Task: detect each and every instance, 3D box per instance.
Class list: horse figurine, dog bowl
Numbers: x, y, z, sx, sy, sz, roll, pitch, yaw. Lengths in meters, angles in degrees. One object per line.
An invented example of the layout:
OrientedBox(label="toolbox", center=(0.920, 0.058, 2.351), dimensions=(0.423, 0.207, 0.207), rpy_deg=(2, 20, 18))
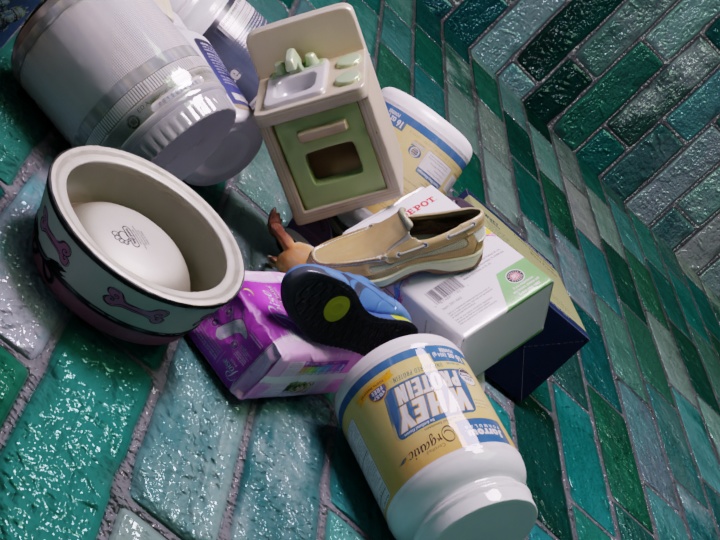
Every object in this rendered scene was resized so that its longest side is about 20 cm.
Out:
OrientedBox(label="horse figurine", center=(-0.044, 0.017, 1.502), dimensions=(0.200, 0.050, 0.133), rpy_deg=(49, -10, -1))
OrientedBox(label="dog bowl", center=(-0.204, -0.017, 1.219), dimensions=(0.199, 0.074, 0.201), rpy_deg=(31, 28, -18))

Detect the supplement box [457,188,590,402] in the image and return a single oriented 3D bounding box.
OrientedBox(label="supplement box", center=(0.184, 0.032, 1.890), dimensions=(0.199, 0.134, 0.201), rpy_deg=(38, 19, -27))

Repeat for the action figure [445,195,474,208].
OrientedBox(label="action figure", center=(0.096, 0.014, 1.678), dimensions=(0.069, 0.202, 0.130), rpy_deg=(20, 35, 16))

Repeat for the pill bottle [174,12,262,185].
OrientedBox(label="pill bottle", center=(-0.202, -0.205, 1.574), dimensions=(0.111, 0.111, 0.201), rpy_deg=(17, 35, -55))

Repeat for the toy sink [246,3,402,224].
OrientedBox(label="toy sink", center=(-0.041, -0.172, 1.521), dimensions=(0.112, 0.129, 0.202), rpy_deg=(-88, 162, -59))

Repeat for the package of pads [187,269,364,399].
OrientedBox(label="package of pads", center=(-0.083, 0.062, 1.357), dimensions=(0.121, 0.076, 0.199), rpy_deg=(50, 18, 20))

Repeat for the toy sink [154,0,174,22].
OrientedBox(label="toy sink", center=(-0.305, -0.316, 1.545), dimensions=(0.112, 0.130, 0.201), rpy_deg=(31, 25, -37))

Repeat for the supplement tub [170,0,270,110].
OrientedBox(label="supplement tub", center=(-0.174, -0.274, 1.726), dimensions=(0.200, 0.140, 0.141), rpy_deg=(41, 20, -16))

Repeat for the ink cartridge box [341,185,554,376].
OrientedBox(label="ink cartridge box", center=(0.090, 0.014, 1.505), dimensions=(0.144, 0.085, 0.200), rpy_deg=(-30, 54, -30))

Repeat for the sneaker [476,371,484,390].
OrientedBox(label="sneaker", center=(0.093, 0.105, 1.569), dimensions=(0.073, 0.118, 0.201), rpy_deg=(32, 37, -13))

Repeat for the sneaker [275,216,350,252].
OrientedBox(label="sneaker", center=(0.000, 0.000, 1.599), dimensions=(0.200, 0.088, 0.076), rpy_deg=(46, -22, -5))

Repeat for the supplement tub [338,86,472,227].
OrientedBox(label="supplement tub", center=(0.031, -0.109, 1.701), dimensions=(0.144, 0.201, 0.145), rpy_deg=(35, -1, 1))

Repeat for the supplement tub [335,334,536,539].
OrientedBox(label="supplement tub", center=(0.073, 0.179, 1.328), dimensions=(0.144, 0.145, 0.201), rpy_deg=(24, 29, -48))

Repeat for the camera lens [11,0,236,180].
OrientedBox(label="camera lens", center=(-0.242, -0.189, 1.381), dimensions=(0.200, 0.160, 0.160), rpy_deg=(49, 19, 7))

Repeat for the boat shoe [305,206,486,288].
OrientedBox(label="boat shoe", center=(0.038, -0.034, 1.432), dimensions=(0.198, 0.077, 0.072), rpy_deg=(-12, 46, -19))

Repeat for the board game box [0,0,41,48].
OrientedBox(label="board game box", center=(-0.331, -0.267, 1.281), dimensions=(0.034, 0.200, 0.136), rpy_deg=(36, 22, -30))

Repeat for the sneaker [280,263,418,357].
OrientedBox(label="sneaker", center=(-0.023, 0.031, 1.344), dimensions=(0.199, 0.066, 0.079), rpy_deg=(27, 17, -50))
